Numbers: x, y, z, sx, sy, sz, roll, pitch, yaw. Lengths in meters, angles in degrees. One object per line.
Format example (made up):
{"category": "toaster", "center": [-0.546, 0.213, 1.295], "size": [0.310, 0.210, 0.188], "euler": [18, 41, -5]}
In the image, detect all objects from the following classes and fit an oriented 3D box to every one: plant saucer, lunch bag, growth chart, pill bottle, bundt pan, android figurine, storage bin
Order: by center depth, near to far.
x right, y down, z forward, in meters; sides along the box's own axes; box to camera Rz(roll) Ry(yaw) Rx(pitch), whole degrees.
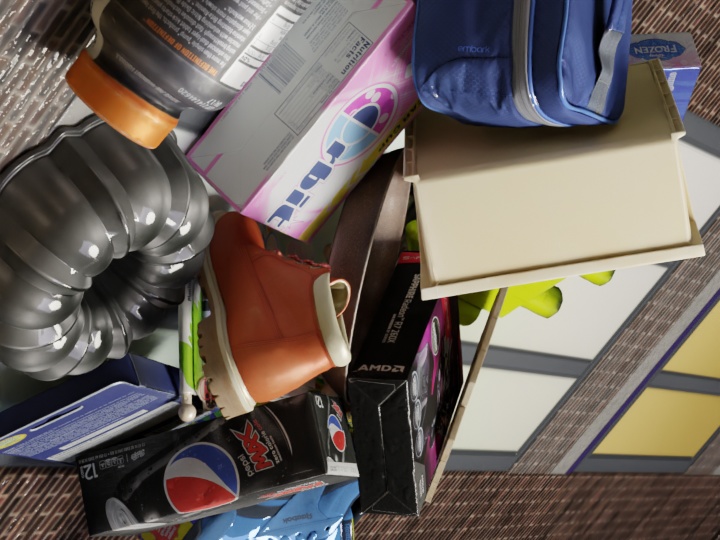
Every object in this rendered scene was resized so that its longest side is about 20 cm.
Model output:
{"category": "pill bottle", "center": [-0.089, -0.169, 1.218], "size": [0.200, 0.106, 0.106], "euler": [-50, 156, 8]}
{"category": "bundt pan", "center": [-0.178, -0.007, 1.367], "size": [0.202, 0.076, 0.202], "euler": [-36, 154, -21]}
{"category": "lunch bag", "center": [0.125, -0.198, 1.409], "size": [0.136, 0.132, 0.201], "euler": [8, 87, -65]}
{"category": "storage bin", "center": [0.135, -0.074, 1.500], "size": [0.199, 0.199, 0.094], "euler": [-10, 112, 6]}
{"category": "plant saucer", "center": [0.000, 0.000, 1.560], "size": [0.200, 0.034, 0.201], "euler": [14, 90, -83]}
{"category": "growth chart", "center": [-0.076, 0.038, 1.563], "size": [0.200, 0.018, 0.145], "euler": [0, 85, -53]}
{"category": "android figurine", "center": [0.122, -0.017, 1.724], "size": [0.182, 0.041, 0.200], "euler": [-32, 141, 29]}

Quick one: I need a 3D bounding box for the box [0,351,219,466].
{"category": "box", "center": [-0.191, 0.103, 1.497], "size": [0.121, 0.032, 0.200], "euler": [-25, 166, 11]}

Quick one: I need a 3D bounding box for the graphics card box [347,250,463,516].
{"category": "graphics card box", "center": [0.038, 0.085, 1.599], "size": [0.200, 0.051, 0.126], "euler": [-63, 152, -58]}

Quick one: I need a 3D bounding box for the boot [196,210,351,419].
{"category": "boot", "center": [-0.059, 0.017, 1.443], "size": [0.107, 0.200, 0.075], "euler": [-21, 128, 6]}

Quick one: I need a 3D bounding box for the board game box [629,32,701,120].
{"category": "board game box", "center": [0.158, -0.109, 1.673], "size": [0.199, 0.041, 0.200], "euler": [-3, 143, -9]}

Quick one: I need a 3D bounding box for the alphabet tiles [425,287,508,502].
{"category": "alphabet tiles", "center": [0.091, 0.083, 1.663], "size": [0.167, 0.008, 0.200], "euler": [106, 5, -54]}

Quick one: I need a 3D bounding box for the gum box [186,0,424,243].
{"category": "gum box", "center": [-0.018, -0.124, 1.452], "size": [0.200, 0.066, 0.113], "euler": [-50, 155, 8]}

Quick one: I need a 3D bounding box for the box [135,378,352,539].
{"category": "box", "center": [-0.074, 0.148, 1.722], "size": [0.192, 0.122, 0.200], "euler": [-8, 136, -53]}

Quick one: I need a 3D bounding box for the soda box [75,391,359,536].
{"category": "soda box", "center": [-0.107, 0.146, 1.523], "size": [0.200, 0.064, 0.071], "euler": [-17, 167, 19]}

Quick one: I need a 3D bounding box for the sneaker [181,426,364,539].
{"category": "sneaker", "center": [-0.055, 0.198, 1.595], "size": [0.200, 0.078, 0.066], "euler": [-29, 152, -27]}
